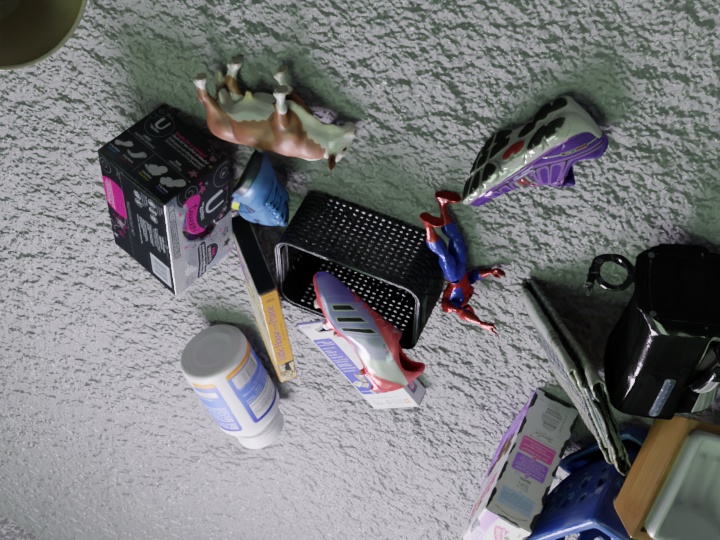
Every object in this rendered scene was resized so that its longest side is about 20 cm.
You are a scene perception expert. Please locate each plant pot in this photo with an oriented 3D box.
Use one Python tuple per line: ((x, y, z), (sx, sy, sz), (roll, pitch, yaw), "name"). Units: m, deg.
((0.360, 0.335, 1.766), (0.199, 0.181, 0.200), (35, 146, -9), "plant pot")

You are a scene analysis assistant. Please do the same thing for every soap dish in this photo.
((0.407, 0.257, 1.600), (0.199, 0.159, 0.081), (17, -170, -43), "soap dish")

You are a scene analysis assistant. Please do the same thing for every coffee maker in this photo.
((0.335, 0.065, 1.472), (0.191, 0.135, 0.201), (27, 148, 11), "coffee maker")

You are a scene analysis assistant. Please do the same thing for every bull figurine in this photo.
((-0.103, -0.182, 1.534), (0.198, 0.065, 0.122), (9, 139, 25), "bull figurine")

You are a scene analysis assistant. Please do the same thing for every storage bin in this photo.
((0.000, 0.000, 1.673), (0.198, 0.094, 0.136), (20, 146, 13), "storage bin")

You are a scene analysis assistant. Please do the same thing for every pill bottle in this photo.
((-0.194, 0.188, 2.058), (0.111, 0.113, 0.201), (6, 141, 31), "pill bottle")

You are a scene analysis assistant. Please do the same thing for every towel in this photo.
((0.259, 0.133, 1.596), (0.201, 0.034, 0.193), (61, 178, 48), "towel")

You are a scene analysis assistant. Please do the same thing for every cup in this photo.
((-0.423, -0.332, 1.489), (0.200, 0.201, 0.143), (47, 170, -25), "cup")

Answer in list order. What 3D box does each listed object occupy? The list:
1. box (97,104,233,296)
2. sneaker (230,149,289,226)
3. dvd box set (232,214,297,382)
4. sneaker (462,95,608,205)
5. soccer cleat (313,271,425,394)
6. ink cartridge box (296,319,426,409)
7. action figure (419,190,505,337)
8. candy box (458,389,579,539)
((-0.245, -0.089, 1.697), (0.132, 0.115, 0.201), (38, 152, 21), "box")
((-0.115, -0.096, 1.618), (0.078, 0.066, 0.200), (30, 171, -1), "sneaker")
((-0.133, 0.040, 1.802), (0.029, 0.147, 0.201), (-19, 141, -8), "dvd box set")
((0.183, -0.108, 1.404), (0.083, 0.081, 0.199), (36, 147, -20), "sneaker")
((0.008, 0.071, 1.634), (0.076, 0.067, 0.201), (-24, 120, 14), "soccer cleat")
((0.002, 0.127, 1.895), (0.094, 0.037, 0.200), (-9, 133, 45), "ink cartridge box")
((0.136, 0.002, 1.594), (0.098, 0.065, 0.201), (22, 147, 28), "action figure")
((0.214, 0.291, 1.800), (0.071, 0.201, 0.168), (27, 147, 3), "candy box")
